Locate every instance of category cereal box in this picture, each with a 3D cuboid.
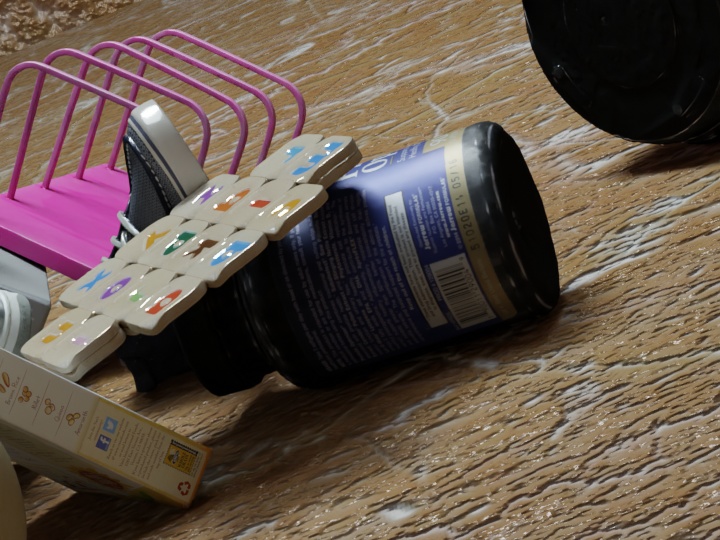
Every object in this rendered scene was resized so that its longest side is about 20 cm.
[{"bbox_3d":[-0.193,0.066,1.522,0.144,0.199,0.040,2,67,59],"label":"cereal box"}]

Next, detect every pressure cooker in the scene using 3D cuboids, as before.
[{"bbox_3d":[0.222,-0.187,1.837,0.200,0.176,0.179,-29,-30,-42],"label":"pressure cooker"}]

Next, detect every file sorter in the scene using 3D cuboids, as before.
[{"bbox_3d":[-0.143,-0.075,1.919,0.138,0.126,0.200,24,19,18],"label":"file sorter"}]

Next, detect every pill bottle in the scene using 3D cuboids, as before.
[{"bbox_3d":[0.000,0.000,1.609,0.199,0.112,0.112,-18,13,15],"label":"pill bottle"}]

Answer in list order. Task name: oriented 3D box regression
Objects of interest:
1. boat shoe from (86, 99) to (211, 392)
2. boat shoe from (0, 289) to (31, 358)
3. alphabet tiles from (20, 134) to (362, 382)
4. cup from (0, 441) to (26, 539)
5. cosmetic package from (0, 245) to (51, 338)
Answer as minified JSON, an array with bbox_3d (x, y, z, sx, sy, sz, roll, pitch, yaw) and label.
[{"bbox_3d":[-0.123,-0.007,1.722,0.092,0.200,0.075,-30,47,-10],"label":"boat shoe"},{"bbox_3d":[-0.272,0.054,1.691,0.065,0.075,0.201,24,-33,-38],"label":"boat shoe"},{"bbox_3d":[-0.090,-0.009,1.558,0.200,0.015,0.195,-38,14,-14],"label":"alphabet tiles"},{"bbox_3d":[-0.237,0.124,1.393,0.199,0.201,0.143,-17,-13,22],"label":"cup"},{"bbox_3d":[-0.250,0.035,1.851,0.090,0.107,0.200,21,6,-8],"label":"cosmetic package"}]
